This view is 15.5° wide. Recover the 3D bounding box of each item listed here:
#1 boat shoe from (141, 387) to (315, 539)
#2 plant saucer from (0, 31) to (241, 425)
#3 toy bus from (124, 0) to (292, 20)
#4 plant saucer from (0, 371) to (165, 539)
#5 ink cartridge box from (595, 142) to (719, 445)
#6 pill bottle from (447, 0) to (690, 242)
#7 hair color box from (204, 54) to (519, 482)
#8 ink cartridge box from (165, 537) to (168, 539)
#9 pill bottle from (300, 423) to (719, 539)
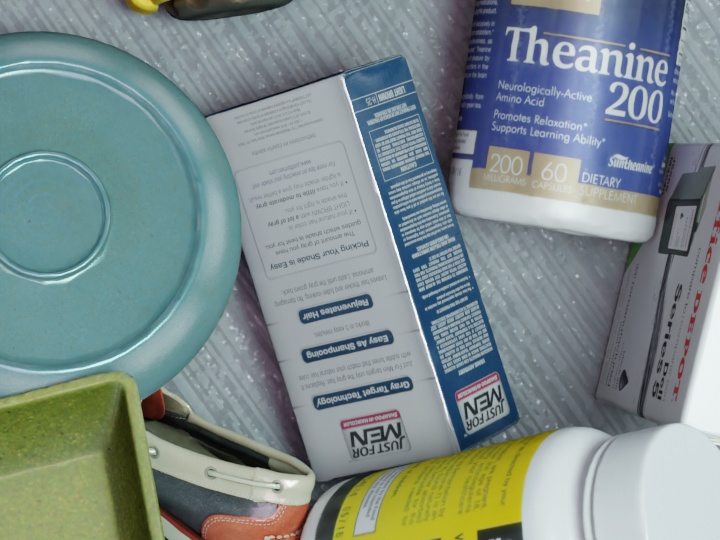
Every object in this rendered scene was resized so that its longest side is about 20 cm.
[{"bbox_3d":[-0.109,0.083,1.337,0.200,0.071,0.063,31,117,23],"label":"boat shoe"},{"bbox_3d":[-0.155,-0.025,1.299,0.199,0.027,0.201,2,78,-11],"label":"plant saucer"},{"bbox_3d":[-0.028,-0.205,1.307,0.199,0.192,0.136,-9,92,-8],"label":"toy bus"},{"bbox_3d":[-0.181,0.168,1.257,0.199,0.048,0.200,-14,70,5],"label":"plant saucer"},{"bbox_3d":[0.192,0.013,1.335,0.084,0.200,0.146,13,90,-7],"label":"ink cartridge box"},{"bbox_3d":[0.112,-0.120,1.366,0.110,0.111,0.201,8,91,-7],"label":"pill bottle"},{"bbox_3d":[0.000,0.000,1.360,0.100,0.060,0.201,-14,95,39],"label":"hair color box"},{"bbox_3d":[-0.085,0.182,1.345,0.199,0.116,0.068,-9,122,-7],"label":"ink cartridge box"},{"bbox_3d":[0.078,0.138,1.261,0.199,0.114,0.115,-17,95,36],"label":"pill bottle"}]
